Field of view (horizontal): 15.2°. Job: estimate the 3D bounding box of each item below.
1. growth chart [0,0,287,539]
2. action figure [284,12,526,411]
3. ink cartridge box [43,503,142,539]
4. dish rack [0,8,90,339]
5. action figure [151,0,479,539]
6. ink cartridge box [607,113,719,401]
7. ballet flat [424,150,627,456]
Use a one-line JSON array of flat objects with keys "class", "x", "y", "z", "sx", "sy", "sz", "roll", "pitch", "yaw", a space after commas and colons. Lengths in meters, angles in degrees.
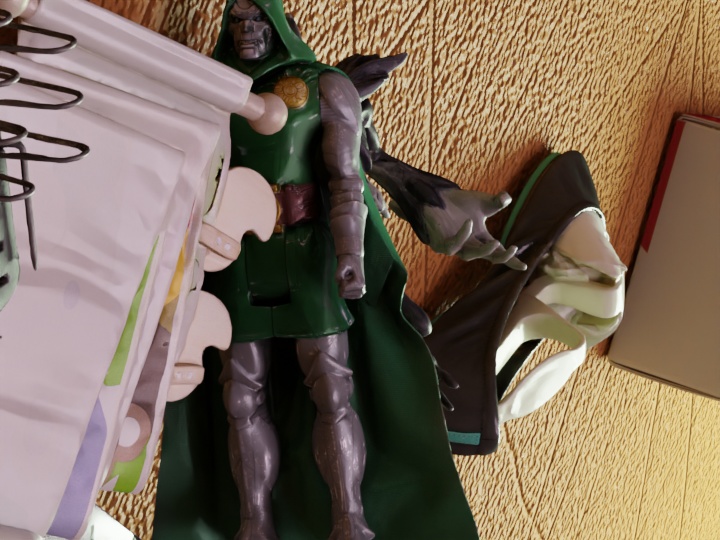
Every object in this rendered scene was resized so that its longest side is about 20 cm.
[{"class": "growth chart", "x": -0.096, "y": 0.012, "z": 0.821, "sx": 0.145, "sy": 0.018, "sz": 0.200, "roll": 34, "pitch": 74, "yaw": -44}, {"class": "action figure", "x": 0.000, "y": 0.000, "z": 0.991, "sx": 0.119, "sy": 0.102, "sz": 0.200, "roll": -45, "pitch": 147, "yaw": -25}, {"class": "ink cartridge box", "x": -0.139, "y": 0.162, "z": 0.871, "sx": 0.200, "sy": 0.044, "sz": 0.094, "roll": -65, "pitch": 156, "yaw": -14}, {"class": "dish rack", "x": -0.124, "y": -0.048, "z": 0.697, "sx": 0.153, "sy": 0.054, "sz": 0.200, "roll": -38, "pitch": 132, "yaw": -51}, {"class": "action figure", "x": -0.028, "y": 0.002, "z": 0.907, "sx": 0.055, "sy": 0.118, "sz": 0.200, "roll": -19, "pitch": 103, "yaw": -79}, {"class": "ink cartridge box", "x": 0.227, "y": -0.009, "z": 1.542, "sx": 0.200, "sy": 0.083, "sz": 0.146, "roll": -5, "pitch": 111, "yaw": -66}, {"class": "ballet flat", "x": 0.080, "y": 0.020, "z": 1.239, "sx": 0.200, "sy": 0.068, "sz": 0.068, "roll": -52, "pitch": 151, "yaw": -39}]
